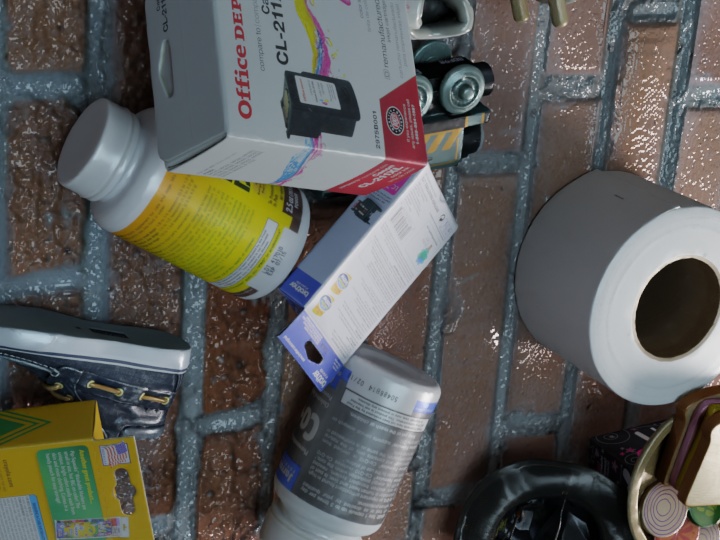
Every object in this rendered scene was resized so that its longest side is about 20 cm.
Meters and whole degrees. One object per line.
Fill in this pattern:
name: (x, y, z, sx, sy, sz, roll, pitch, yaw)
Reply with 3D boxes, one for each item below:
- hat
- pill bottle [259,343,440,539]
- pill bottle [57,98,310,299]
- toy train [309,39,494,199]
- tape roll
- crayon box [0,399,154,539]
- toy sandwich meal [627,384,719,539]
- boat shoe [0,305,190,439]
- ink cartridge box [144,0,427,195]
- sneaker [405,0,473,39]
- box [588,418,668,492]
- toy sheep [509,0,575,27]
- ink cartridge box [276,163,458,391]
hat: (0.194, 0.279, 1.446, 0.199, 0.081, 0.202, 0, 98, 0)
pill bottle: (-0.013, 0.177, 1.293, 0.113, 0.114, 0.201, 20, 97, -31)
pill bottle: (-0.147, -0.062, 1.144, 0.199, 0.109, 0.110, 29, 94, -32)
toy train: (0.028, -0.133, 1.228, 0.199, 0.085, 0.115, -14, 127, -25)
tape roll: (0.272, 0.015, 1.365, 0.201, 0.139, 0.204, -9, 113, -23)
crayon box: (-0.278, 0.176, 1.146, 0.198, 0.052, 0.126, -5, 127, -4)
toy sandwich meal: (0.356, 0.212, 1.382, 0.204, 0.070, 0.207, -10, 112, -25)
boat shoe: (-0.243, 0.091, 1.163, 0.199, 0.071, 0.092, 12, 101, -31)
ink cartridge box: (-0.054, -0.145, 1.052, 0.199, 0.083, 0.147, 3, 74, -42)
sneaker: (0.011, -0.236, 1.166, 0.199, 0.099, 0.079, 0, 108, -27)
box: (0.356, 0.237, 1.502, 0.199, 0.115, 0.133, -10, 111, -25)
toy sheep: (0.172, -0.293, 1.212, 0.200, 0.137, 0.139, -34, 121, -32)
ink cartridge box: (0.000, 0.000, 1.210, 0.200, 0.042, 0.119, -52, 150, -12)
